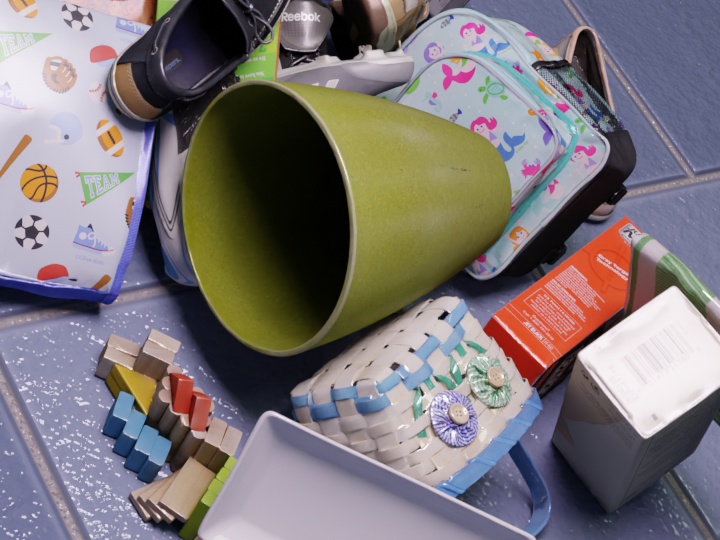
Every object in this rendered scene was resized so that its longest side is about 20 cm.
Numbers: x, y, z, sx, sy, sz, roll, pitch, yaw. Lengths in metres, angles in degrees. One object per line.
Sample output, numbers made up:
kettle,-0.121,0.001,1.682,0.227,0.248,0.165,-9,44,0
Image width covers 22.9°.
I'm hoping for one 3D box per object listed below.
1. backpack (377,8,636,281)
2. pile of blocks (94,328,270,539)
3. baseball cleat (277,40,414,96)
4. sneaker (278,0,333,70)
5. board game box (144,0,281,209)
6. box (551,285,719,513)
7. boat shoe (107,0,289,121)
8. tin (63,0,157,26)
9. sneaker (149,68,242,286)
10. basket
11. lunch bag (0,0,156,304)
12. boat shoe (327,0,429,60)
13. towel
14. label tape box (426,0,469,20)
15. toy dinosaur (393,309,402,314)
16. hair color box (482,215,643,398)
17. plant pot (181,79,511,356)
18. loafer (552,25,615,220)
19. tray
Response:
backpack,0.097,-0.108,1.436,0.200,0.178,0.150,53,25,22
pile of blocks,-0.120,0.118,1.201,0.082,0.062,0.200,-23,67,-41
baseball cleat,-0.050,-0.115,1.397,0.199,0.070,0.107,-9,93,7
sneaker,-0.053,-0.175,1.467,0.066,0.091,0.201,-1,51,-12
board game box,-0.112,-0.143,1.352,0.095,0.201,0.030,5,2,3
box,0.205,0.099,1.299,0.095,0.200,0.078,-34,71,-14
boat shoe,-0.099,-0.178,1.264,0.200,0.062,0.075,-49,114,-35
tin,-0.235,-0.196,1.355,0.200,0.042,0.112,-34,102,-16
sneaker,-0.129,-0.088,1.315,0.072,0.072,0.201,2,83,-43
basket,0.051,0.137,1.244,0.176,0.139,0.201,-43,115,-45
lunch bag,-0.240,-0.085,1.259,0.169,0.124,0.201,12,72,-24
boat shoe,0.023,-0.209,1.479,0.076,0.200,0.072,-26,94,-9
towel,0.260,0.073,1.284,0.023,0.153,0.200,-33,65,-12
label tape box,0.027,-0.303,1.571,0.144,0.063,0.200,46,4,12
toy dinosaur,0.000,0.000,1.360,0.199,0.047,0.089,8,85,3
hair color box,0.157,0.043,1.401,0.061,0.102,0.200,44,45,12
plant pot,0.008,-0.046,1.259,0.199,0.187,0.188,-9,58,-41
loafer,0.202,-0.139,1.611,0.072,0.063,0.201,12,48,-23
tray,0.004,0.171,1.158,0.199,0.108,0.022,26,21,-8
